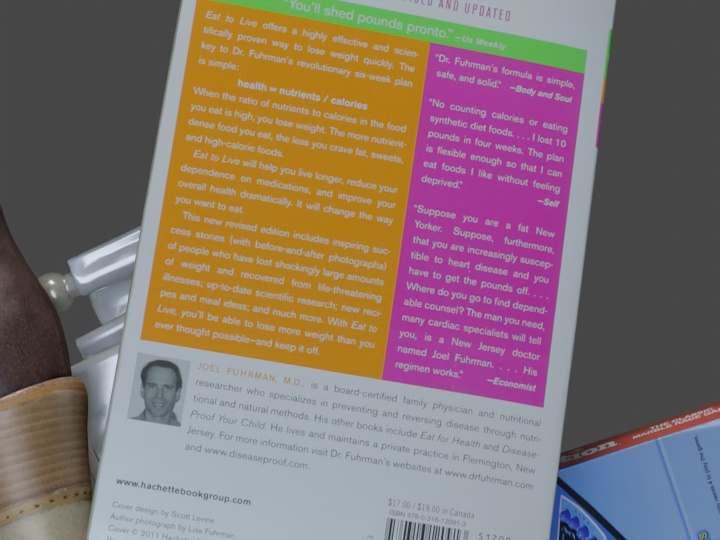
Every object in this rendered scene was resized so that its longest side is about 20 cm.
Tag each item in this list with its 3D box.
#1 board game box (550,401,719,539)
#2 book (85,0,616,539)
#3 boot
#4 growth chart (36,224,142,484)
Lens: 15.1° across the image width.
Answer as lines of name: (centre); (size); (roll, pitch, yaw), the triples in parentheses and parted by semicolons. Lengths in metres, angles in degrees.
board game box: (0.101, 0.148, 0.861); (0.103, 0.019, 0.200); (-18, 102, 5)
book: (0.000, 0.000, 0.807); (0.134, 0.048, 0.200); (10, 75, -3)
boot: (-0.186, 0.041, 0.863); (0.200, 0.072, 0.166); (-19, 82, 11)
growth chart: (-0.021, 0.065, 0.868); (0.145, 0.018, 0.200); (-15, 96, 5)
